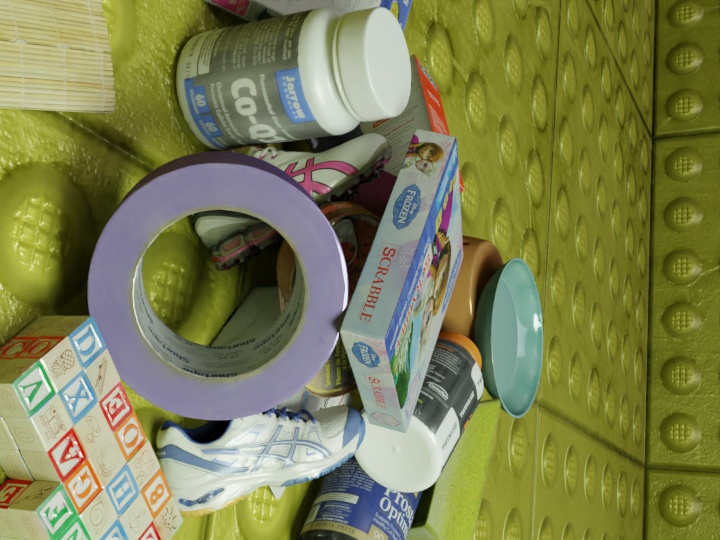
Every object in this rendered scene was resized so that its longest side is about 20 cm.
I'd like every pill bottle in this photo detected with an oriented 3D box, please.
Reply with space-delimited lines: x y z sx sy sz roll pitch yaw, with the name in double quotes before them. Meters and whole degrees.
"pill bottle" 0.074 0.144 1.031 0.200 0.105 0.107 -46 128 -55
"pill bottle" 0.010 0.255 1.052 0.113 0.111 0.201 65 35 -35
"pill bottle" -0.061 -0.178 0.860 0.113 0.198 0.115 11 78 -61

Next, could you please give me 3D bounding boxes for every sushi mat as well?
"sushi mat" -0.257 -0.168 0.689 0.199 0.012 0.097 -14 99 -62

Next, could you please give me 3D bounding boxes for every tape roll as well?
"tape roll" -0.112 0.010 0.742 0.085 0.198 0.202 -122 -160 -74

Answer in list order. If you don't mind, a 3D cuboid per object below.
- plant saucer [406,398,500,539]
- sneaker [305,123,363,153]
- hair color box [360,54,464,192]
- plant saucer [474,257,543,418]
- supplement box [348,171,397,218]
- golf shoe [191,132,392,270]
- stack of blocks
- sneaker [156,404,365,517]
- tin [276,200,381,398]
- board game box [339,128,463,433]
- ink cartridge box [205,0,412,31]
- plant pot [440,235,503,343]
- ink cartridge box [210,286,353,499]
"plant saucer" 0.079 0.257 1.138 0.048 0.199 0.202 26 62 -18
"sneaker" -0.060 -0.209 1.017 0.086 0.080 0.202 -108 179 -76
"hair color box" 0.052 -0.154 1.096 0.061 0.101 0.201 42 29 -40
"plant saucer" 0.186 0.085 1.184 0.199 0.036 0.203 4 86 -62
"supplement box" 0.000 0.000 0.977 0.085 0.110 0.202 -25 132 -39
"golf shoe" -0.066 -0.083 0.860 0.093 0.199 0.073 61 0 0
"stack of blocks" -0.217 0.149 0.691 0.115 0.058 0.202 -50 131 -51
"sneaker" -0.086 0.149 0.841 0.198 0.075 0.089 -17 101 -26
"tin" -0.023 0.029 0.865 0.111 0.042 0.202 -23 130 -30
"board game box" 0.045 0.016 0.831 0.200 0.041 0.202 75 32 -60
"ink cartridge box" -0.047 -0.282 0.940 0.198 0.042 0.120 21 61 -12
"plant pot" 0.106 0.033 1.221 0.199 0.139 0.203 6 83 -61
"ink cartridge box" -0.072 0.129 0.953 0.115 0.067 0.201 -58 137 -46
